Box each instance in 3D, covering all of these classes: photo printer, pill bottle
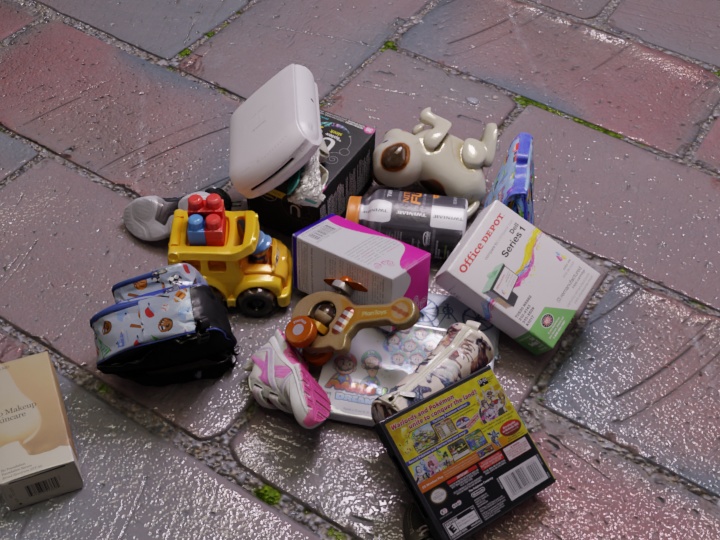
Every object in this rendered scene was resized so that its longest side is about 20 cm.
[{"bbox_3d":[-0.138,-0.216,1.526,0.166,0.069,0.200,-34,40,26],"label":"photo printer"},{"bbox_3d":[0.075,-0.079,1.603,0.200,0.106,0.106,7,47,4],"label":"pill bottle"}]

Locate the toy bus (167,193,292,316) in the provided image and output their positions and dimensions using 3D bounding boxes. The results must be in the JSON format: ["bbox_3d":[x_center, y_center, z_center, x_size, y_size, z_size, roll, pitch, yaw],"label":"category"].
[{"bbox_3d":[-0.206,-0.036,1.496,0.200,0.192,0.136,1,46,-3],"label":"toy bus"}]

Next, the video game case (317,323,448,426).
[{"bbox_3d":[0.043,0.151,1.423,0.200,0.024,0.182,8,51,9],"label":"video game case"}]

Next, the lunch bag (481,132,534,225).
[{"bbox_3d":[0.250,-0.119,1.582,0.094,0.200,0.151,10,48,7],"label":"lunch bag"}]

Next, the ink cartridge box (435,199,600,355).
[{"bbox_3d":[0.238,0.011,1.468,0.200,0.084,0.145,36,76,0],"label":"ink cartridge box"}]

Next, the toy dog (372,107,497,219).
[{"bbox_3d":[0.118,-0.185,1.687,0.200,0.140,0.194,9,83,-12],"label":"toy dog"}]

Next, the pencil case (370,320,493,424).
[{"bbox_3d":[0.103,0.155,1.347,0.078,0.089,0.200,34,58,26],"label":"pencil case"}]

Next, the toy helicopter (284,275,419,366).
[{"bbox_3d":[-0.008,0.061,1.401,0.200,0.079,0.132,-6,57,23],"label":"toy helicopter"}]

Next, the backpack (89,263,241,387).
[{"bbox_3d":[-0.291,0.082,1.383,0.190,0.200,0.154,-21,69,-2],"label":"backpack"}]

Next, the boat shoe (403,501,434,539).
[{"bbox_3d":[0.103,0.373,1.218,0.067,0.057,0.200,-9,48,-10],"label":"boat shoe"}]

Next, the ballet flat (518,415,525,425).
[{"bbox_3d":[0.149,0.267,1.320,0.072,0.072,0.200,34,52,26],"label":"ballet flat"}]

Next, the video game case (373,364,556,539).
[{"bbox_3d":[0.140,0.243,1.265,0.200,0.026,0.181,-22,77,-31],"label":"video game case"}]

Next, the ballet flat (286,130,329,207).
[{"bbox_3d":[-0.083,-0.176,1.555,0.072,0.072,0.200,2,51,0],"label":"ballet flat"}]

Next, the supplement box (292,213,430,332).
[{"bbox_3d":[0.000,0.000,1.497,0.200,0.103,0.101,23,37,34],"label":"supplement box"}]

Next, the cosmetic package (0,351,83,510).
[{"bbox_3d":[-0.459,0.218,1.329,0.105,0.071,0.200,-17,50,-17],"label":"cosmetic package"}]

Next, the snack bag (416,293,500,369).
[{"bbox_3d":[0.122,0.117,1.482,0.188,0.021,0.200,7,50,6],"label":"snack bag"}]

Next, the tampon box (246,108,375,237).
[{"bbox_3d":[-0.085,-0.166,1.663,0.150,0.126,0.200,22,51,18],"label":"tampon box"}]

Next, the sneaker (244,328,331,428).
[{"bbox_3d":[-0.109,0.171,1.375,0.088,0.081,0.200,-38,32,0],"label":"sneaker"}]

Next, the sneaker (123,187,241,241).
[{"bbox_3d":[-0.299,-0.097,1.630,0.200,0.076,0.114,-4,7,29],"label":"sneaker"}]
